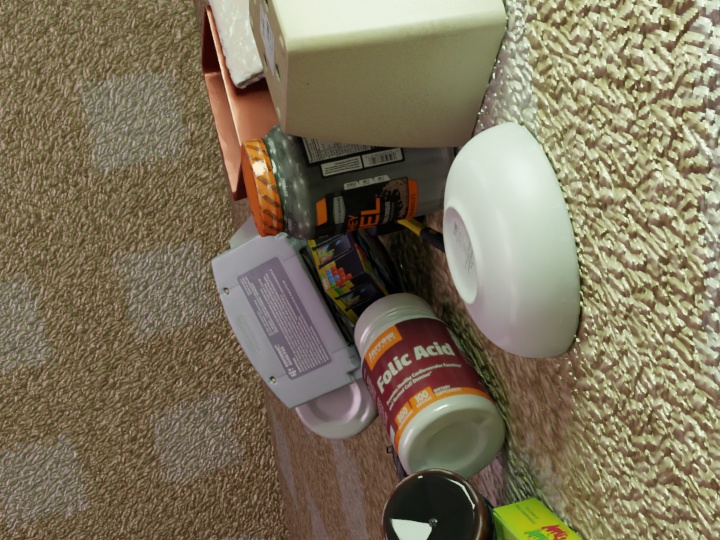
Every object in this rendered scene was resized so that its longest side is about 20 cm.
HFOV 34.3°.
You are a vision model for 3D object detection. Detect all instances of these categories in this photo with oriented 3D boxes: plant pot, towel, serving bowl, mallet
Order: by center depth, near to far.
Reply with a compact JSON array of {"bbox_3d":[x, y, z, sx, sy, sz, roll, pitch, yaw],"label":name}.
[{"bbox_3d":[0.113,-0.020,0.979,0.200,0.065,0.202,168,90,-79],"label":"serving bowl"},{"bbox_3d":[-0.001,-0.227,1.035,0.200,0.176,0.201,102,154,-64],"label":"plant pot"},{"bbox_3d":[0.057,-0.039,1.231,0.200,0.065,0.041,-129,28,-66],"label":"mallet"},{"bbox_3d":[-0.094,-0.340,1.372,0.032,0.190,0.201,26,-136,-65],"label":"towel"},{"bbox_3d":[-0.097,-0.225,1.508,0.200,0.175,0.201,127,130,-74],"label":"plant pot"}]

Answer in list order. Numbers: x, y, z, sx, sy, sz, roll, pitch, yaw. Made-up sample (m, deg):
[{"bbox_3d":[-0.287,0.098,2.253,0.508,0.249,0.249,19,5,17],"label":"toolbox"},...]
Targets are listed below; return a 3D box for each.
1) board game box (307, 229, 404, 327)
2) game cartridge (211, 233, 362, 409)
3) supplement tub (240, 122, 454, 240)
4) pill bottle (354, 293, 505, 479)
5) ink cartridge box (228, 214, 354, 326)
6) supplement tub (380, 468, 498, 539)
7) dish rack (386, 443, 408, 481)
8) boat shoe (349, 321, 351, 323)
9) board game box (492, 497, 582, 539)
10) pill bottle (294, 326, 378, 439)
[{"bbox_3d":[0.000,0.000,1.395,0.200,0.056,0.166,51,-165,-52],"label":"board game box"},{"bbox_3d":[-0.087,0.054,1.348,0.201,0.133,0.041,63,-154,-4],"label":"game cartridge"},{"bbox_3d":[-0.013,-0.101,1.170,0.122,0.199,0.123,167,90,-79],"label":"supplement tub"},{"bbox_3d":[0.066,0.119,1.235,0.200,0.113,0.115,-118,19,-51],"label":"pill bottle"},{"bbox_3d":[-0.079,0.014,1.652,0.200,0.088,0.145,37,-168,-29],"label":"ink cartridge box"},{"bbox_3d":[0.097,0.275,1.180,0.200,0.106,0.107,52,-164,-58],"label":"supplement tub"},{"bbox_3d":[0.078,0.250,1.481,0.201,0.054,0.154,91,164,-55],"label":"dish rack"},{"bbox_3d":[-0.047,0.010,1.488,0.202,0.064,0.075,50,-164,-53],"label":"boat shoe"},{"bbox_3d":[0.178,0.286,1.031,0.200,0.047,0.102,-147,45,-75],"label":"board game box"},{"bbox_3d":[-0.006,0.132,1.475,0.200,0.111,0.113,-34,-65,-71],"label":"pill bottle"}]
